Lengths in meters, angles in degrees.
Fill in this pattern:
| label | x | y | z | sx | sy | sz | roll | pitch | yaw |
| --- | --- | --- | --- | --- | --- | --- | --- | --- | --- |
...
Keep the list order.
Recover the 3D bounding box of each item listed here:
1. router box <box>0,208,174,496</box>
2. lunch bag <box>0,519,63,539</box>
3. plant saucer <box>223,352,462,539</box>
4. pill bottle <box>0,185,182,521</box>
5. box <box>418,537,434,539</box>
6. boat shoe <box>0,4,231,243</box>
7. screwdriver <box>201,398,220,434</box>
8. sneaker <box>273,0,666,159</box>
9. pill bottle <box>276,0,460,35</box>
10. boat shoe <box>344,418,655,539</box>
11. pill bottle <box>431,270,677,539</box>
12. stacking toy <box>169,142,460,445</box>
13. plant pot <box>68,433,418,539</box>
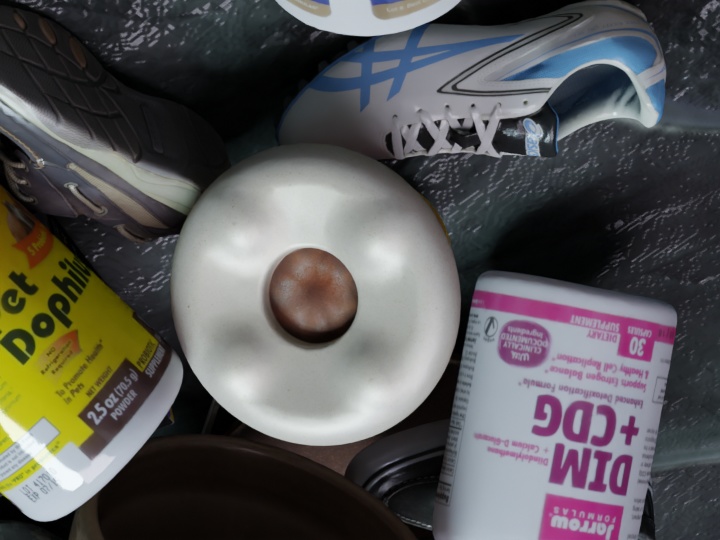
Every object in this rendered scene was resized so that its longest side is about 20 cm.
| label | x | y | z | sx | sy | sz | roll | pitch | yaw |
| --- | --- | --- | --- | --- | --- | --- | --- | --- | --- |
| router box | -0.219 | 0.061 | 1.555 | 0.199 | 0.052 | 0.157 | -23 | 143 | 6 |
| lunch bag | -0.190 | 0.262 | 1.711 | 0.139 | 0.168 | 0.200 | -22 | 145 | 21 |
| plant saucer | 0.002 | 0.101 | 1.707 | 0.199 | 0.037 | 0.201 | -10 | 142 | -8 |
| pill bottle | -0.188 | 0.019 | 1.415 | 0.200 | 0.109 | 0.109 | 44 | 118 | -13 |
| box | 0.020 | 0.210 | 1.807 | 0.199 | 0.044 | 0.160 | -9 | 159 | -11 |
| boat shoe | -0.141 | -0.059 | 1.420 | 0.073 | 0.075 | 0.200 | -36 | 138 | 22 |
| screwdriver | -0.080 | 0.061 | 1.634 | 0.029 | 0.028 | 0.200 | 25 | 134 | -2 |
| sneaker | 0.056 | -0.084 | 1.468 | 0.199 | 0.073 | 0.072 | -13 | 144 | -3 |
| pill bottle | -0.005 | -0.204 | 1.261 | 0.110 | 0.111 | 0.200 | -15 | 143 | -3 |
| boat shoe | 0.089 | 0.134 | 1.694 | 0.199 | 0.071 | 0.072 | 4 | 138 | -25 |
| pill bottle | 0.101 | 0.107 | 1.605 | 0.113 | 0.201 | 0.113 | 10 | 179 | 0 |
| stacking toy | 0.000 | 0.000 | 1.487 | 0.146 | 0.147 | 0.200 | -32 | 179 | 18 |
| plant pot | -0.079 | 0.214 | 1.596 | 0.199 | 0.200 | 0.175 | 5 | 121 | -27 |
